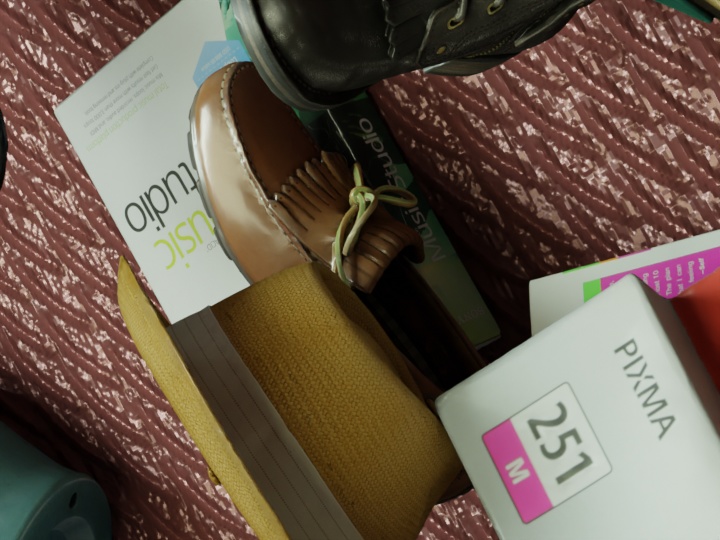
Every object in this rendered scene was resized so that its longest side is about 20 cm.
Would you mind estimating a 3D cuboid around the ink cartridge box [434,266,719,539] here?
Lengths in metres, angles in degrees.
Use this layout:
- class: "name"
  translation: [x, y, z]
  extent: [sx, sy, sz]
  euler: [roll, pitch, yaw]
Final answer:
- class: "ink cartridge box"
  translation: [0.143, 0.087, 0.994]
  extent: [0.173, 0.044, 0.201]
  euler: [-34, 63, 16]

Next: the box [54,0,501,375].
- class: "box"
  translation: [-0.040, -0.023, 1.245]
  extent: [0.144, 0.036, 0.201]
  euler: [-35, 83, 39]

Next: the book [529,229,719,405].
- class: "book"
  translation: [0.163, 0.044, 1.042]
  extent: [0.199, 0.048, 0.135]
  euler: [-15, 70, 26]

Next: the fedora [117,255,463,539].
- class: "fedora"
  translation: [-0.015, 0.060, 1.077]
  extent: [0.082, 0.201, 0.201]
  euler: [-34, 79, 0]

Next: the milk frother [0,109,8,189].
- class: "milk frother"
  translation: [-0.177, -0.126, 1.215]
  extent: [0.180, 0.188, 0.201]
  euler: [6, 115, 46]

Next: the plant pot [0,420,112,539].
- class: "plant pot"
  translation: [-0.230, 0.140, 1.356]
  extent: [0.187, 0.200, 0.201]
  euler: [16, 114, 18]

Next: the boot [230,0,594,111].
- class: "boot"
  translation: [0.066, -0.117, 0.959]
  extent: [0.173, 0.200, 0.070]
  euler: [-19, 87, 35]

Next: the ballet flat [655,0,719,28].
- class: "ballet flat"
  translation: [0.145, -0.114, 1.064]
  extent: [0.200, 0.069, 0.063]
  euler: [34, 95, 23]

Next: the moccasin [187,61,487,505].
- class: "moccasin"
  translation: [-0.001, 0.000, 1.153]
  extent: [0.078, 0.074, 0.202]
  euler: [-33, 83, 35]
